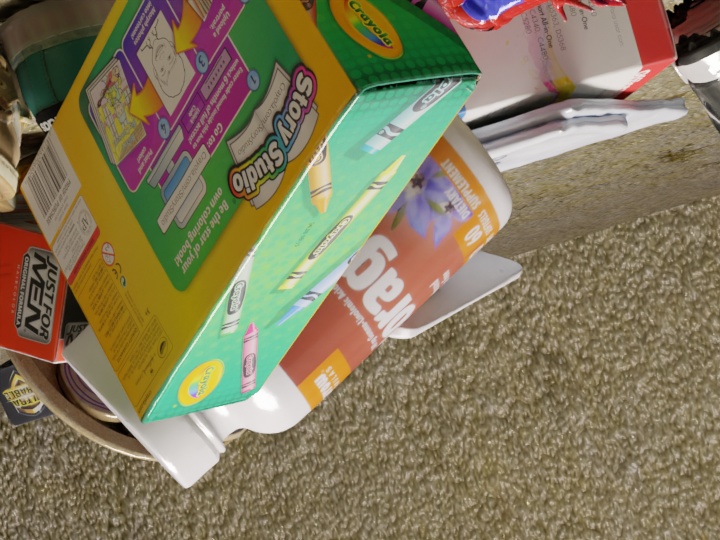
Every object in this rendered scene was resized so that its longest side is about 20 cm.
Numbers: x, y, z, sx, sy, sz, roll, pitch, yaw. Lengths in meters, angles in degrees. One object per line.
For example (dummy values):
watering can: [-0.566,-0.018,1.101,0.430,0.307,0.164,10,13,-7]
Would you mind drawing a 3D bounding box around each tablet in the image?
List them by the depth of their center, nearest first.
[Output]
tablet: [0.000,0.000,1.091,0.129,0.014,0.200,13,-167,18]

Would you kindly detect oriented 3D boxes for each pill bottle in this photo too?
pill bottle: [-0.035,0.001,0.933,0.200,0.112,0.112,-44,179,-8]

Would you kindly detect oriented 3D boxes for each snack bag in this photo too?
snack bag: [0.072,-0.063,1.159,0.188,0.022,0.200,-17,177,27]

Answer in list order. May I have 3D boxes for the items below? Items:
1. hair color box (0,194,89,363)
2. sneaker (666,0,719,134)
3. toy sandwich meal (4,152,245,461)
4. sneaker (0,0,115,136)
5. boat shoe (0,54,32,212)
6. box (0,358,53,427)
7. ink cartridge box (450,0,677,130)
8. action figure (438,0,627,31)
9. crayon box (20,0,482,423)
hair color box: [-0.194,-0.007,1.017,0.199,0.062,0.101,13,-172,30]
sneaker: [0.216,-0.114,1.154,0.066,0.091,0.200,-30,-169,15]
toy sandwich meal: [-0.127,0.012,1.175,0.205,0.206,0.070,-10,157,-47]
sneaker: [-0.080,-0.079,0.927,0.071,0.080,0.200,-22,173,35]
boat shoe: [-0.178,-0.065,0.873,0.073,0.070,0.200,6,178,-8]
box: [-0.121,0.027,1.383,0.199,0.050,0.198,-19,-170,39]
ink cartridge box: [0.093,-0.119,1.106,0.199,0.068,0.116,-15,175,-11]
action figure: [0.103,-0.145,0.981,0.199,0.052,0.065,-15,179,29]
crayon box: [-0.048,-0.049,0.753,0.058,0.119,0.200,-11,150,-39]
